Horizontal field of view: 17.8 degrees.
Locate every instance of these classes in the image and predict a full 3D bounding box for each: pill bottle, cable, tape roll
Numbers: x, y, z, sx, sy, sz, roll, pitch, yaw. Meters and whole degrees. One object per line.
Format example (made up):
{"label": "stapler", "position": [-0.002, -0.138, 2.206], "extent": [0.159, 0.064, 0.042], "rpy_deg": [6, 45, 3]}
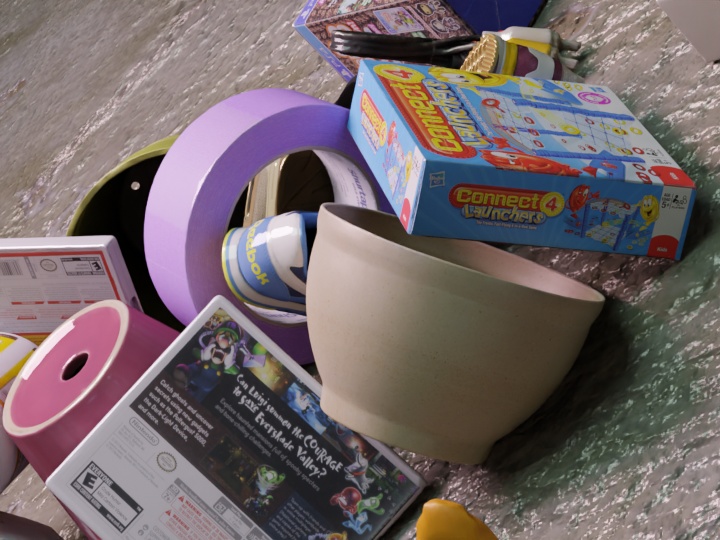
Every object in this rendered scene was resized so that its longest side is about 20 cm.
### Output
{"label": "pill bottle", "position": [-0.302, 0.121, 1.763], "extent": [0.109, 0.109, 0.200], "rpy_deg": [-38, 4, 14]}
{"label": "cable", "position": [0.074, -0.186, 1.849], "extent": [0.097, 0.200, 0.050], "rpy_deg": [-106, 28, -72]}
{"label": "tape roll", "position": [-0.059, -0.032, 1.717], "extent": [0.200, 0.200, 0.066], "rpy_deg": [-50, 36, -10]}

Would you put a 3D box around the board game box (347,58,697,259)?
{"label": "board game box", "position": [0.108, -0.080, 1.617], "extent": [0.200, 0.196, 0.056], "rpy_deg": [-118, 37, -62]}

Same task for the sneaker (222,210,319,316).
{"label": "sneaker", "position": [0.000, 0.000, 1.664], "extent": [0.082, 0.200, 0.074], "rpy_deg": [-29, 62, 46]}

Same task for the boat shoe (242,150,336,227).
{"label": "boat shoe", "position": [-0.067, -0.009, 1.803], "extent": [0.063, 0.073, 0.201], "rpy_deg": [29, 118, 51]}

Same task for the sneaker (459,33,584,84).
{"label": "sneaker", "position": [0.106, -0.117, 1.809], "extent": [0.200, 0.090, 0.075], "rpy_deg": [137, 151, -69]}

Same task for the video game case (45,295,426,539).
{"label": "video game case", "position": [-0.087, 0.148, 1.597], "extent": [0.182, 0.200, 0.023], "rpy_deg": [-48, -12, -4]}

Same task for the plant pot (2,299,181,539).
{"label": "plant pot", "position": [-0.159, 0.125, 1.716], "extent": [0.200, 0.179, 0.200], "rpy_deg": [-35, 29, 22]}

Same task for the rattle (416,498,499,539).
{"label": "rattle", "position": [0.051, 0.256, 1.294], "extent": [0.130, 0.143, 0.200], "rpy_deg": [18, 58, 40]}

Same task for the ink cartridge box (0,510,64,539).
{"label": "ink cartridge box", "position": [-0.255, 0.274, 1.701], "extent": [0.200, 0.084, 0.145], "rpy_deg": [25, 96, 62]}

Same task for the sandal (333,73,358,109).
{"label": "sandal", "position": [-0.009, -0.112, 1.942], "extent": [0.200, 0.075, 0.045], "rpy_deg": [-28, 28, 54]}

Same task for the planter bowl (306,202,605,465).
{"label": "planter bowl", "position": [0.047, 0.049, 1.547], "extent": [0.200, 0.200, 0.135], "rpy_deg": [32, 105, 62]}

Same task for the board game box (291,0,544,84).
{"label": "board game box", "position": [0.066, -0.252, 2.010], "extent": [0.200, 0.097, 0.159], "rpy_deg": [-5, 48, 52]}

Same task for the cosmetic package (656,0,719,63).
{"label": "cosmetic package", "position": [0.321, -0.231, 1.653], "extent": [0.200, 0.073, 0.104], "rpy_deg": [-16, 39, 42]}

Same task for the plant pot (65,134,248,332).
{"label": "plant pot", "position": [-0.142, -0.029, 1.922], "extent": [0.200, 0.200, 0.193], "rpy_deg": [-41, 15, 9]}

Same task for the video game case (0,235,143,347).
{"label": "video game case", "position": [-0.225, 0.062, 1.838], "extent": [0.143, 0.200, 0.017], "rpy_deg": [-1, 31, 29]}
